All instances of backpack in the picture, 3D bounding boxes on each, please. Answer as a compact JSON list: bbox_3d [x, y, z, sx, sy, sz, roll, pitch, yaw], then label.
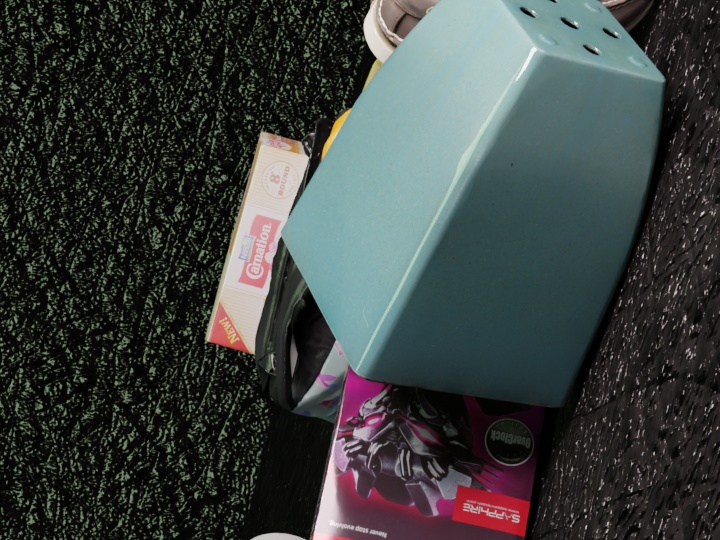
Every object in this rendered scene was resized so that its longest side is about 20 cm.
[{"bbox_3d":[0.006,0.010,1.500,0.167,0.126,0.201,-118,46,-67],"label":"backpack"}]

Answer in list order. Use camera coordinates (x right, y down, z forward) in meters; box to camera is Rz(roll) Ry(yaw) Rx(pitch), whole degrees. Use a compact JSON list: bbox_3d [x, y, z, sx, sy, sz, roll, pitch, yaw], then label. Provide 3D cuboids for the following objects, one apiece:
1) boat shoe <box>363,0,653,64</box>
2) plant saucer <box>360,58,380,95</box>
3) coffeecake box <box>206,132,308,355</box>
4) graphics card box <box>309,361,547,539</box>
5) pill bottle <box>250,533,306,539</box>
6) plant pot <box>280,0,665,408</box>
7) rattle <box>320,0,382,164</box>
[{"bbox_3d":[0.098,-0.164,1.297,0.072,0.199,0.060,65,151,22],"label":"boat shoe"},{"bbox_3d":[0.036,-0.054,1.940,0.200,0.048,0.201,53,128,51],"label":"plant saucer"},{"bbox_3d":[0.000,0.000,1.674,0.073,0.198,0.155,-103,28,-79],"label":"coffeecake box"},{"bbox_3d":[0.044,0.105,1.327,0.051,0.124,0.201,101,-178,-61],"label":"graphics card box"},{"bbox_3d":[-0.077,0.271,1.527,0.200,0.110,0.112,-65,-6,-57],"label":"pill bottle"},{"bbox_3d":[0.073,-0.052,1.240,0.201,0.140,0.142,-63,34,27],"label":"plant pot"},{"bbox_3d":[0.009,-0.104,1.413,0.143,0.131,0.200,-40,40,-8],"label":"rattle"}]
